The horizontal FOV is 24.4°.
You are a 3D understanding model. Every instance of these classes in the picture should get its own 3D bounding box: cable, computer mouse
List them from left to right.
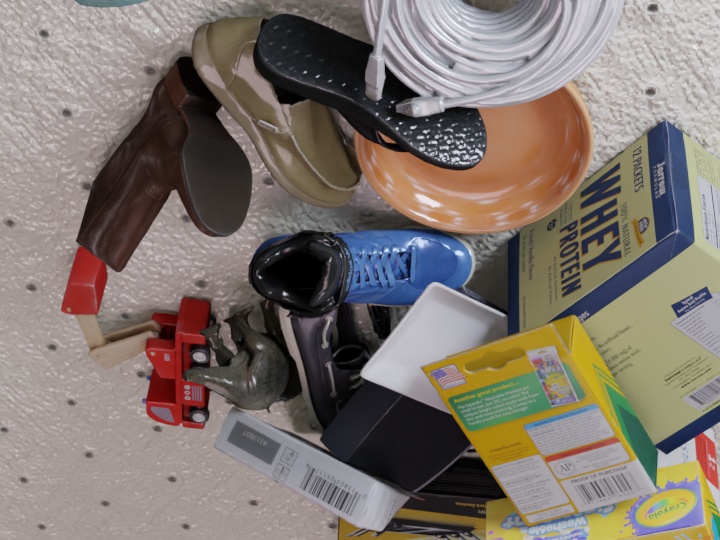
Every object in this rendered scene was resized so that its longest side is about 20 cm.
[{"bbox_3d":[0.030,0.095,1.566,0.034,0.059,0.202,-27,121,-9],"label":"computer mouse"},{"bbox_3d":[0.097,-0.217,1.232,0.197,0.069,0.202,-1,121,4],"label":"cable"}]

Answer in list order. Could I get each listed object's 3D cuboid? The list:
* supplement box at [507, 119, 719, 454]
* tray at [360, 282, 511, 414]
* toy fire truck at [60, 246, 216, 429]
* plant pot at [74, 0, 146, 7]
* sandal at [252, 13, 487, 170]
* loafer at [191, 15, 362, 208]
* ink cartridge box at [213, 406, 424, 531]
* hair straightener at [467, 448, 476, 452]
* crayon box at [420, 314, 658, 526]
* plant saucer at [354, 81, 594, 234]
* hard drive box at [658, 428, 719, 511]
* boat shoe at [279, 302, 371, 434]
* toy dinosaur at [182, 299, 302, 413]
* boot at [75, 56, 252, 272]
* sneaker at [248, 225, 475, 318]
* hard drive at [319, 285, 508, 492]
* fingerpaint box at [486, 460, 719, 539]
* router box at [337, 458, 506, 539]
[{"bbox_3d":[0.262,0.019,1.426,0.199,0.135,0.200,33,129,-25],"label":"supplement box"},{"bbox_3d":[0.097,0.077,1.454,0.199,0.022,0.108,25,110,-38],"label":"tray"},{"bbox_3d":[-0.209,0.070,1.587,0.139,0.049,0.201,7,136,0],"label":"toy fire truck"},{"bbox_3d":[-0.172,-0.298,1.127,0.198,0.202,0.197,12,142,-6],"label":"plant pot"},{"bbox_3d":[0.009,-0.138,1.305,0.199,0.076,0.048,28,154,-1],"label":"sandal"},{"bbox_3d":[-0.056,-0.128,1.354,0.067,0.077,0.200,-21,130,33],"label":"loafer"},{"bbox_3d":[-0.035,0.196,1.582,0.161,0.058,0.200,25,171,19],"label":"ink cartridge box"},{"bbox_3d":[0.097,0.114,1.600,0.076,0.041,0.201,-29,138,-2],"label":"hair straightener"},{"bbox_3d":[0.153,0.118,1.393,0.125,0.052,0.201,-19,123,26],"label":"crayon box"},{"bbox_3d":[0.094,-0.114,1.380,0.197,0.038,0.202,4,135,4],"label":"plant saucer"},{"bbox_3d":[0.253,0.172,1.566,0.076,0.157,0.200,-29,126,31],"label":"hard drive box"},{"bbox_3d":[-0.019,0.092,1.570,0.062,0.073,0.201,-2,131,22],"label":"boat shoe"},{"bbox_3d":[-0.097,0.087,1.535,0.076,0.200,0.103,-25,91,15],"label":"toy dinosaur"},{"bbox_3d":[-0.171,-0.048,1.377,0.064,0.188,0.200,17,133,-32],"label":"boot"},{"bbox_3d":[0.000,0.001,1.441,0.197,0.111,0.078,3,99,5],"label":"sneaker"},{"bbox_3d":[0.071,0.116,1.518,0.134,0.042,0.200,28,112,-39],"label":"hard drive"},{"bbox_3d":[0.231,0.264,1.497,0.198,0.074,0.168,-14,133,18],"label":"fingerpaint box"},{"bbox_3d":[0.075,0.263,1.747,0.197,0.053,0.158,5,135,2],"label":"router box"}]
